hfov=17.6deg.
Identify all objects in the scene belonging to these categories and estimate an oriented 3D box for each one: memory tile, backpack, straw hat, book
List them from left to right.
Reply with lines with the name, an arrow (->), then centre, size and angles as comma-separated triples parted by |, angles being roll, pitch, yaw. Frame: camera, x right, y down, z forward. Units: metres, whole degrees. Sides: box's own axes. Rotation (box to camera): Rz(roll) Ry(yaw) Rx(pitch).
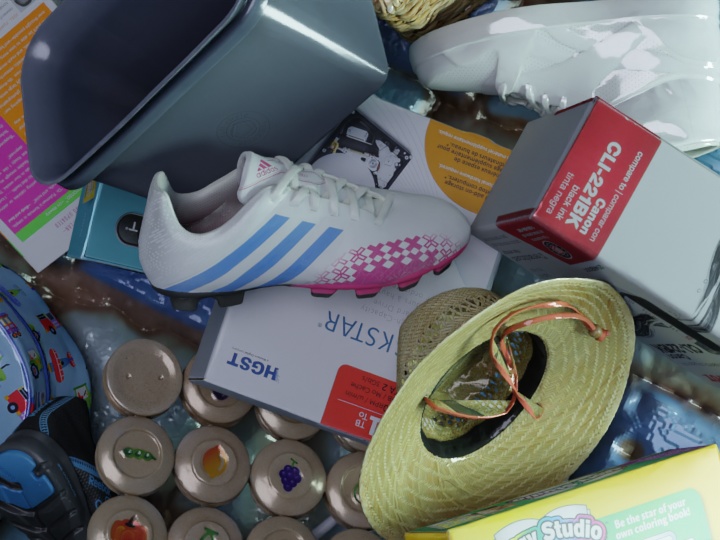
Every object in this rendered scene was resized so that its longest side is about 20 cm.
backpack -> -0.284, 0.090, 1.504 | 0.200, 0.135, 0.183 | -39, 80, 4
book -> -0.226, -0.113, 1.504 | 0.133, 0.048, 0.200 | -38, 109, 8
memory tile -> -0.069, 0.127, 1.457 | 0.198, 0.017, 0.155 | 10, 70, -13
straw hat -> 0.063, 0.060, 1.366 | 0.201, 0.201, 0.085 | -44, 52, 5

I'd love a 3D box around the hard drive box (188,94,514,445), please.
hard drive box -> 0.000, 0.000, 1.443 | 0.155, 0.077, 0.202 | 19, 84, -10

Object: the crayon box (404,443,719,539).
crayon box -> 0.141, 0.212, 1.378 | 0.199, 0.058, 0.174 | -14, 87, -29

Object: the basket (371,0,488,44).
basket -> 0.060, -0.257, 1.451 | 0.200, 0.149, 0.143 | -37, 79, 8

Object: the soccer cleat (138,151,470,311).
soccer cleat -> -0.031, -0.030, 1.351 | 0.198, 0.070, 0.087 | -8, 120, -11

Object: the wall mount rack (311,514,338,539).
wall mount rack -> -0.031, 0.246, 1.470 | 0.174, 0.075, 0.200 | -44, 79, 8

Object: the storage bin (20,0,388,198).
storage bin -> -0.087, -0.126, 1.365 | 0.200, 0.134, 0.146 | -39, 45, 29

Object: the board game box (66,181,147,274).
board game box -> -0.091, -0.089, 1.485 | 0.150, 0.047, 0.202 | 14, 88, -20

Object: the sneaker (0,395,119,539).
sneaker -> -0.169, 0.174, 1.482 | 0.073, 0.082, 0.201 | -1, 122, 25

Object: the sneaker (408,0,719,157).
sneaker -> 0.131, -0.105, 1.461 | 0.198, 0.074, 0.117 | -6, 81, 10

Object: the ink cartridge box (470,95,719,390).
ink cartridge box -> 0.181, -0.009, 1.370 | 0.199, 0.144, 0.084 | 31, 82, -9
